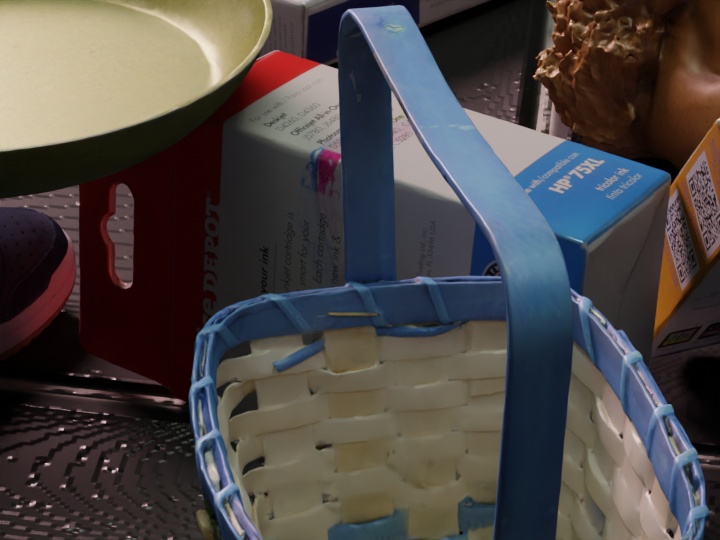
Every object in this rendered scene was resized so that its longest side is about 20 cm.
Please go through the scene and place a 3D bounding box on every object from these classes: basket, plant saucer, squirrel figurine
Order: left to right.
[{"bbox_3d":[-0.128,-0.070,0.933,0.198,0.031,0.200,0,29,0],"label":"plant saucer"},{"bbox_3d":[0.023,0.046,0.790,0.138,0.201,0.177,-3,28,-13],"label":"basket"},{"bbox_3d":[0.164,-0.131,1.149,0.199,0.188,0.142,15,30,19],"label":"squirrel figurine"}]

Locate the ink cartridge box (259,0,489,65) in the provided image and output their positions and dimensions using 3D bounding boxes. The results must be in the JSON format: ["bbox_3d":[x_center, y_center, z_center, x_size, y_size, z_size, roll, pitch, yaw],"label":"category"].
[{"bbox_3d":[-0.033,-0.164,1.340,0.199,0.041,0.199,26,36,35],"label":"ink cartridge box"}]

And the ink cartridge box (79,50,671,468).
[{"bbox_3d":[0.000,0.000,0.962,0.199,0.117,0.067,20,33,26],"label":"ink cartridge box"}]

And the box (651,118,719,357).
[{"bbox_3d":[0.159,-0.016,0.958,0.118,0.042,0.200,-12,-12,-10],"label":"box"}]

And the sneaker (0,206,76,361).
[{"bbox_3d":[-0.182,-0.014,0.973,0.199,0.109,0.070,-21,37,-37],"label":"sneaker"}]
